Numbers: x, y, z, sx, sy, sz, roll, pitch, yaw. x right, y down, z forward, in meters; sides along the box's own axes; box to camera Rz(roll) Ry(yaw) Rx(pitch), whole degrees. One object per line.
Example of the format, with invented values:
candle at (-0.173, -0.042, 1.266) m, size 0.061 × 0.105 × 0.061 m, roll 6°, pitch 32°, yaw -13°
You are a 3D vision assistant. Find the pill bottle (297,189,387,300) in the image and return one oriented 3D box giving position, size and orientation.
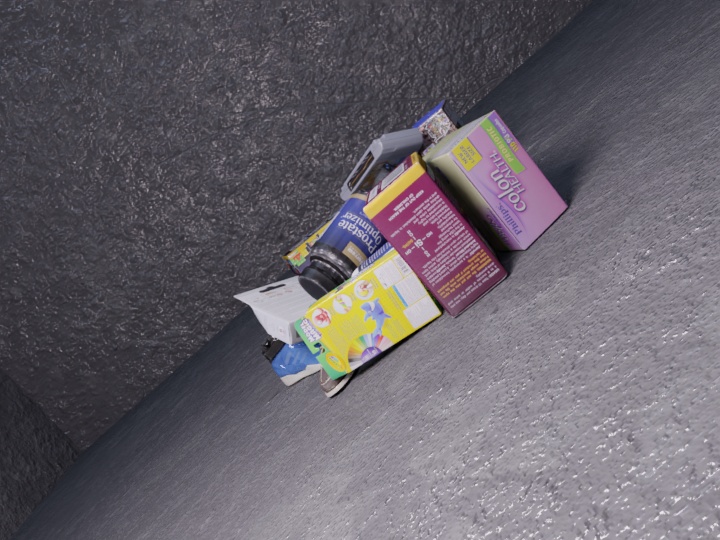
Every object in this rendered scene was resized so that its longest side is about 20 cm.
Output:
pill bottle at (-0.023, -0.038, 1.200) m, size 0.201 × 0.112 × 0.112 m, roll -55°, pitch 13°, yaw -21°

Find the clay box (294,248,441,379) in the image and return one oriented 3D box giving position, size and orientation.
clay box at (0.009, 0.066, 0.998) m, size 0.199 × 0.116 × 0.048 m, roll -33°, pitch 10°, yaw 13°

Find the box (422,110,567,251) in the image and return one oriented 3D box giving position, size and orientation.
box at (0.185, -0.126, 1.017) m, size 0.097 × 0.176 × 0.200 m, roll -42°, pitch 9°, yaw -8°

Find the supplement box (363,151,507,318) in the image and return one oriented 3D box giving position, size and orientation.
supplement box at (0.104, -0.055, 0.947) m, size 0.103 × 0.200 × 0.131 m, roll -39°, pitch 9°, yaw 12°

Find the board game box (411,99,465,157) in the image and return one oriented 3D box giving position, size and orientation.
board game box at (0.208, -0.264, 1.486) m, size 0.096 × 0.201 × 0.160 m, roll -36°, pitch 10°, yaw 21°

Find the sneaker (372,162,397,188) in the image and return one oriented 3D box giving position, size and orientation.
sneaker at (0.103, -0.199, 1.339) m, size 0.199 × 0.112 × 0.073 m, roll -40°, pitch -33°, yaw -1°

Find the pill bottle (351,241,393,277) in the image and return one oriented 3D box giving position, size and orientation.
pill bottle at (0.055, 0.017, 1.104) m, size 0.199 × 0.111 × 0.111 m, roll -39°, pitch 9°, yaw 14°

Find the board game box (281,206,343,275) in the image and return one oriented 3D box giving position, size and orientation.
board game box at (-0.072, -0.071, 1.428) m, size 0.199 × 0.057 × 0.165 m, roll -40°, pitch 9°, yaw -7°

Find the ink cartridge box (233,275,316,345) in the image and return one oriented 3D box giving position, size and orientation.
ink cartridge box at (-0.122, 0.071, 1.259) m, size 0.161 × 0.058 × 0.199 m, roll -18°, pitch 19°, yaw -36°

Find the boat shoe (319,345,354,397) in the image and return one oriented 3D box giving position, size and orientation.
boat shoe at (-0.038, 0.131, 1.103) m, size 0.072 × 0.060 × 0.201 m, roll -35°, pitch 15°, yaw 25°

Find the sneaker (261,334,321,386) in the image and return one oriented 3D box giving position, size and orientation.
sneaker at (-0.112, 0.135, 1.254) m, size 0.199 × 0.112 × 0.077 m, roll -34°, pitch 11°, yaw 40°

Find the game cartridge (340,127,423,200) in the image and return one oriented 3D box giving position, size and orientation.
game cartridge at (0.048, -0.223, 1.414) m, size 0.132 × 0.042 × 0.200 m, roll -15°, pitch -20°, yaw -33°
